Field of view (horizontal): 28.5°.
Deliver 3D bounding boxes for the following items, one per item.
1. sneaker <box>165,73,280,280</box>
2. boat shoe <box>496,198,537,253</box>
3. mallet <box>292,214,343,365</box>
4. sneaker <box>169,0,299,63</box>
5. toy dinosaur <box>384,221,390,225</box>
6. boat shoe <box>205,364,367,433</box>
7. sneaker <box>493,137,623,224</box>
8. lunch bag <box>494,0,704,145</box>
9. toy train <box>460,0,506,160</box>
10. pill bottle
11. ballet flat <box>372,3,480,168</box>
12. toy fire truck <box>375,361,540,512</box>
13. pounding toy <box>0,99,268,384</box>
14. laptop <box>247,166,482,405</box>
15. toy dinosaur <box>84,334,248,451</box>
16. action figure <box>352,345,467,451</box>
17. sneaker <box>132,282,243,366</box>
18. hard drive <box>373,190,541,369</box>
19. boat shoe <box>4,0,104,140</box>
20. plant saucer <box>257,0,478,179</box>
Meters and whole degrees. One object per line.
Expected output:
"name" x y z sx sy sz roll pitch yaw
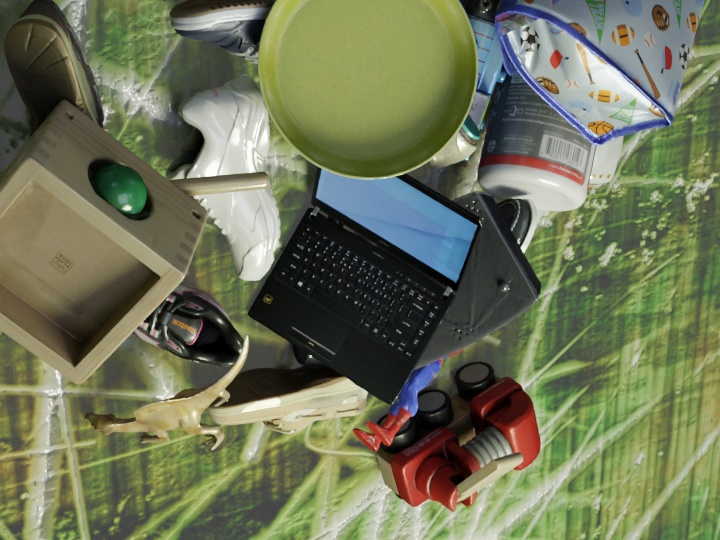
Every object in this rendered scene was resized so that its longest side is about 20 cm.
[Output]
"sneaker" -0.132 -0.081 1.327 0.098 0.078 0.202 -13 114 -16
"boat shoe" 0.103 -0.007 1.475 0.060 0.076 0.200 24 122 -28
"mallet" -0.021 0.001 1.456 0.065 0.041 0.202 4 103 -33
"sneaker" -0.083 -0.200 1.305 0.199 0.070 0.110 -12 113 -34
"toy dinosaur" 0.021 -0.095 1.411 0.047 0.088 0.201 -25 121 -13
"boat shoe" -0.072 0.137 1.454 0.199 0.072 0.066 -10 113 -38
"sneaker" 0.224 -0.098 1.563 0.115 0.074 0.201 26 91 -36
"lunch bag" 0.213 -0.246 1.342 0.199 0.123 0.171 35 58 -30
"toy train" 0.104 -0.205 1.397 0.086 0.114 0.202 20 99 -1
"pill bottle" 0.194 -0.172 1.460 0.115 0.115 0.202 23 76 -39
"ballet flat" 0.038 -0.185 1.322 0.062 0.067 0.201 -31 90 22
"toy fire truck" 0.131 0.193 1.535 0.175 0.200 0.130 -29 124 -22
"pounding toy" -0.214 -0.037 1.186 0.184 0.143 0.200 38 119 -17
"laptop" 0.000 0.000 1.363 0.201 0.176 0.103 -59 168 2
"toy dinosaur" -0.163 0.131 1.336 0.199 0.059 0.101 -24 155 20
"action figure" 0.068 0.107 1.540 0.052 0.065 0.200 43 62 1
"sneaker" -0.184 0.035 1.319 0.199 0.086 0.081 22 94 -39
"hard drive" 0.083 0.011 1.424 0.042 0.199 0.136 -28 87 -50
"boat shoe" -0.250 -0.140 1.212 0.071 0.066 0.202 1 133 9
"plant saucer" 0.006 -0.182 1.267 0.198 0.031 0.202 -1 93 -9
